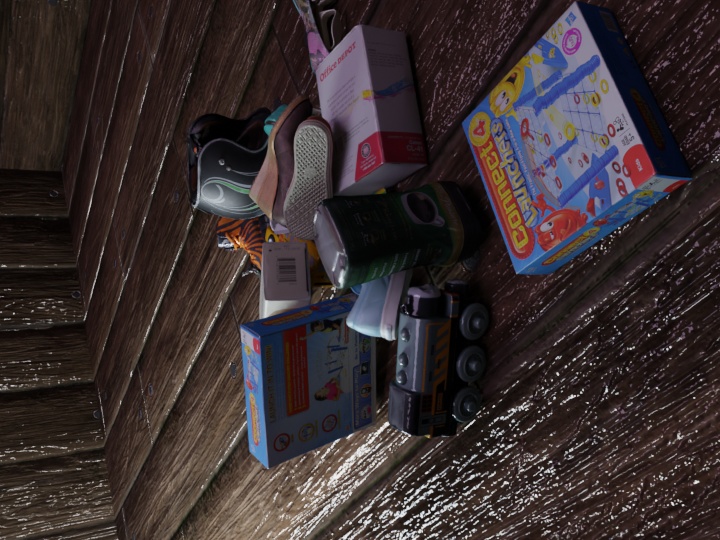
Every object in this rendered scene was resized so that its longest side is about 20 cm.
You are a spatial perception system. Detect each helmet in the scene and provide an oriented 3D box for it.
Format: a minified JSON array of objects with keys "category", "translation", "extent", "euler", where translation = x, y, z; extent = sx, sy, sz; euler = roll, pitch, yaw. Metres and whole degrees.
[{"category":"helmet","translation":[-0.212,-0.194,1.289],"extent":[0.200,0.188,0.204],"euler":[177,90,-69]}]

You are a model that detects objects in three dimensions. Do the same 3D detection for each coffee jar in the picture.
[{"category":"coffee jar","translation":[0.048,-0.047,0.868],"extent":[0.086,0.197,0.105],"euler":[109,144,-51]}]

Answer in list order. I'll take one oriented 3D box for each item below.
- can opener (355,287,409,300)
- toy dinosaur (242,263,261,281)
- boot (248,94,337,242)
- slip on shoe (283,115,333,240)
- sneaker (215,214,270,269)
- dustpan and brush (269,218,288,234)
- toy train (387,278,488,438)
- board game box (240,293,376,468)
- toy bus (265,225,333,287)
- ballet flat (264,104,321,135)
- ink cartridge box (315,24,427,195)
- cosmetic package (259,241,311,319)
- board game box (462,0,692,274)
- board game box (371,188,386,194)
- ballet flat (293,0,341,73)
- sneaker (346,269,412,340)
[{"category":"can opener","translation":[0.000,0.000,1.021],"extent":[0.200,0.066,0.054],"euler":[44,126,40]},{"category":"toy dinosaur","translation":[-0.150,0.014,1.230],"extent":[0.087,0.201,0.048],"euler":[19,70,24]},{"category":"boot","translation":[-0.074,-0.151,1.110],"extent":[0.165,0.072,0.202],"euler":[33,113,10]},{"category":"slip on shoe","translation":[-0.071,-0.133,1.041],"extent":[0.062,0.073,0.203],"euler":[-75,-6,-55]},{"category":"sneaker","translation":[-0.213,-0.043,1.355],"extent":[0.078,0.110,0.202],"euler":[76,178,-57]},{"category":"dustpan and brush","translation":[-0.090,-0.168,1.203],"extent":[0.138,0.057,0.203],"euler":[-6,58,38]},{"category":"toy train","translation":[0.093,0.112,0.879],"extent":[0.085,0.112,0.204],"euler":[17,106,56]},{"category":"board game box","translation":[-0.069,0.154,1.023],"extent":[0.056,0.194,0.204],"euler":[22,119,50]},{"category":"toy bus","translation":[-0.097,-0.039,1.225],"extent":[0.200,0.064,0.079],"euler":[45,128,48]},{"category":"ballet flat","translation":[-0.072,-0.236,1.162],"extent":[0.198,0.068,0.071],"euler":[21,69,31]},{"category":"ink cartridge box","translation":[0.012,-0.224,1.023],"extent":[0.147,0.084,0.204],"euler":[-22,73,57]},{"category":"cosmetic package","translation":[-0.123,0.052,1.124],"extent":[0.201,0.070,0.107],"euler":[106,161,-58]},{"category":"board game box","translation":[0.210,-0.129,0.736],"extent":[0.196,0.055,0.203],"euler":[-44,55,49]},{"category":"board game box","translation":[0.031,-0.013,1.057],"extent":[0.095,0.030,0.204],"euler":[-19,78,56]},{"category":"ballet flat","translation":[-0.065,-0.419,1.169],"extent":[0.071,0.069,0.203],"euler":[-24,74,36]},{"category":"sneaker","translation":[0.027,-0.003,0.938],"extent":[0.075,0.080,0.202],"euler":[88,-166,-47]}]
